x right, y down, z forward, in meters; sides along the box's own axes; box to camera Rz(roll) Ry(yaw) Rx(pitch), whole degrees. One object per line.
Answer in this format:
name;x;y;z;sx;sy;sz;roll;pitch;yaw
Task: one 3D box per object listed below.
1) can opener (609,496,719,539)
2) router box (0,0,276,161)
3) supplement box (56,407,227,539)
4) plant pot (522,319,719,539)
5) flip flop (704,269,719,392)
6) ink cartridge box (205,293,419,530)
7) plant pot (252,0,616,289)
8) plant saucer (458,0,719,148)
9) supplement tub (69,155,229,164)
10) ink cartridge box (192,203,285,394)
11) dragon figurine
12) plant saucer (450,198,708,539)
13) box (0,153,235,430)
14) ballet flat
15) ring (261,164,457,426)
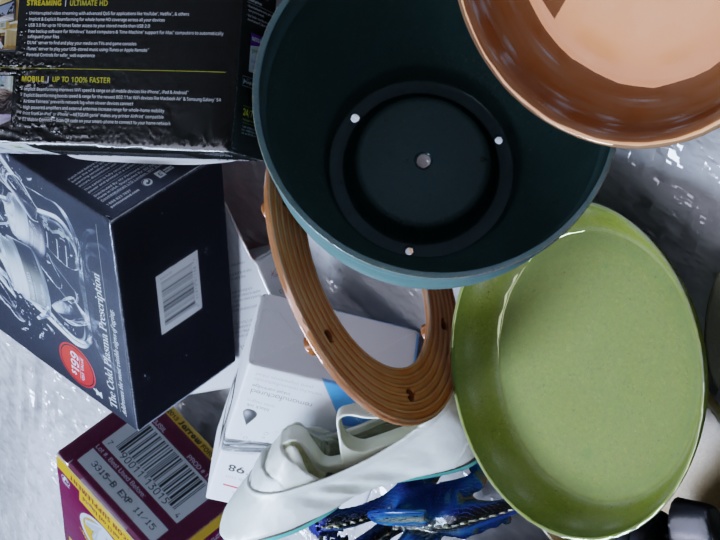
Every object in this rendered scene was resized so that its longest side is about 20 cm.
can opener;0.194;0.229;1.092;0.078;0.063;0.201;7;119;46
router box;-0.148;-0.141;1.038;0.199;0.051;0.150;4;88;20
supplement box;-0.171;0.209;1.487;0.131;0.103;0.200;43;153;21
plant pot;0.167;0.117;1.124;0.200;0.027;0.201;28;132;35
flip flop;0.229;0.004;0.949;0.081;0.057;0.200;46;141;18
ink cartridge box;-0.040;0.116;1.286;0.115;0.067;0.200;13;136;-7
plant pot;0.039;-0.076;1.031;0.201;0.200;0.134;52;170;11
plant saucer;0.140;-0.164;0.919;0.199;0.037;0.201;9;108;30
supplement tub;-0.127;-0.171;1.134;0.140;0.140;0.201;-1;89;49
ink cartridge box;-0.120;0.003;1.368;0.200;0.045;0.177;-13;105;52
dragon figurine;0.045;0.168;1.200;0.200;0.099;0.059;-3;116;51
plant saucer;0.132;0.057;1.065;0.199;0.031;0.201;5;96;49
box;-0.192;-0.021;1.298;0.182;0.104;0.201;31;140;32
ballet flat;-0.014;0.121;1.198;0.199;0.069;0.070;-21;99;15
ring;0.000;0.000;1.106;0.019;0.200;0.201;-24;95;28
